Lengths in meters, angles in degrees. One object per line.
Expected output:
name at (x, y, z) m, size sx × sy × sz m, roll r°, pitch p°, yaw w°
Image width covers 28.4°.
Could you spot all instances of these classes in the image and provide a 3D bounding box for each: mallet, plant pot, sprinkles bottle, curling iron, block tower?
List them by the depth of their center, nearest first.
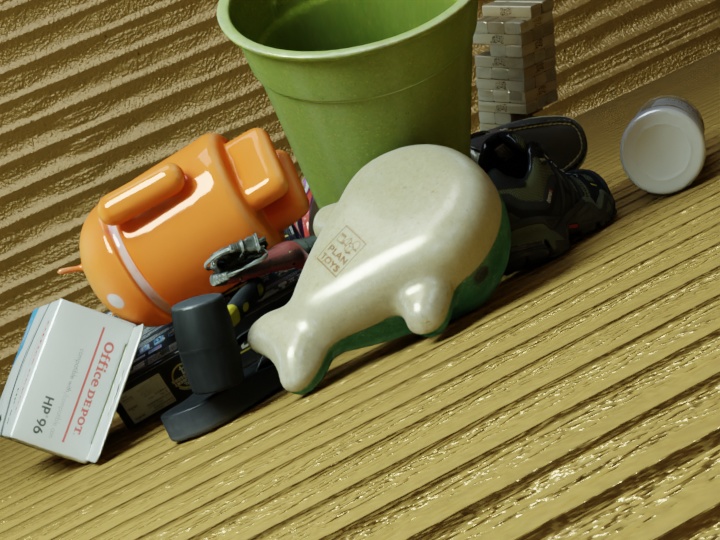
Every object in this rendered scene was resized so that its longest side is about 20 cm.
mallet at (-0.098, 0.025, 1.045) m, size 0.041 × 0.067 × 0.200 m, roll -12°, pitch 17°, yaw 9°
plant pot at (0.010, -0.132, 1.071) m, size 0.198 × 0.191 × 0.201 m, roll -8°, pitch 38°, yaw 6°
curling iron at (-0.047, -0.014, 1.088) m, size 0.049 × 0.026 × 0.199 m, roll -29°, pitch -10°, yaw 33°
sprinkles bottle at (0.259, -0.110, 1.210) m, size 0.068 × 0.069 × 0.200 m, roll -23°, pitch 4°, yaw 16°
block tower at (0.141, -0.137, 1.265) m, size 0.057 × 0.202 × 0.054 m, roll 10°, pitch 26°, yaw 40°

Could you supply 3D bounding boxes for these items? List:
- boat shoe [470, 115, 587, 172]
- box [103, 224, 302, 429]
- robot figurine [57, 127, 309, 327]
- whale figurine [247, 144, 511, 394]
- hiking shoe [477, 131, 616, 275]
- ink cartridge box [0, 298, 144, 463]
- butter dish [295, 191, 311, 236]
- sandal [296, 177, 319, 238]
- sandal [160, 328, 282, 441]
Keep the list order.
boat shoe at (0.100, -0.079, 1.199) m, size 0.199 × 0.073 × 0.066 m, roll -17°, pitch 2°, yaw 0°
box at (-0.130, 0.039, 1.240) m, size 0.199 × 0.049 × 0.161 m, roll -30°, pitch 27°, yaw 1°
robot figurine at (-0.139, -0.030, 1.140) m, size 0.199 × 0.117 × 0.144 m, roll -31°, pitch 6°, yaw 10°
whale figurine at (0.018, 0.009, 0.983) m, size 0.200 × 0.104 × 0.159 m, roll -45°, pitch 43°, yaw -4°
hiking shoe at (0.141, -0.068, 1.116) m, size 0.075 × 0.102 × 0.200 m, roll -20°, pitch 6°, yaw 28°
ink cartridge box at (-0.240, 0.089, 1.152) m, size 0.067 × 0.117 × 0.200 m, roll 21°, pitch -12°, yaw -18°
butter dish at (-0.015, -0.055, 1.515) m, size 0.198 × 0.149 × 0.199 m, roll -25°, pitch 5°, yaw -13°
sandal at (-0.033, -0.060, 1.257) m, size 0.083 × 0.049 × 0.203 m, roll -61°, pitch -9°, yaw -15°
sandal at (-0.075, 0.067, 1.057) m, size 0.076 × 0.043 × 0.200 m, roll -21°, pitch 5°, yaw 31°
